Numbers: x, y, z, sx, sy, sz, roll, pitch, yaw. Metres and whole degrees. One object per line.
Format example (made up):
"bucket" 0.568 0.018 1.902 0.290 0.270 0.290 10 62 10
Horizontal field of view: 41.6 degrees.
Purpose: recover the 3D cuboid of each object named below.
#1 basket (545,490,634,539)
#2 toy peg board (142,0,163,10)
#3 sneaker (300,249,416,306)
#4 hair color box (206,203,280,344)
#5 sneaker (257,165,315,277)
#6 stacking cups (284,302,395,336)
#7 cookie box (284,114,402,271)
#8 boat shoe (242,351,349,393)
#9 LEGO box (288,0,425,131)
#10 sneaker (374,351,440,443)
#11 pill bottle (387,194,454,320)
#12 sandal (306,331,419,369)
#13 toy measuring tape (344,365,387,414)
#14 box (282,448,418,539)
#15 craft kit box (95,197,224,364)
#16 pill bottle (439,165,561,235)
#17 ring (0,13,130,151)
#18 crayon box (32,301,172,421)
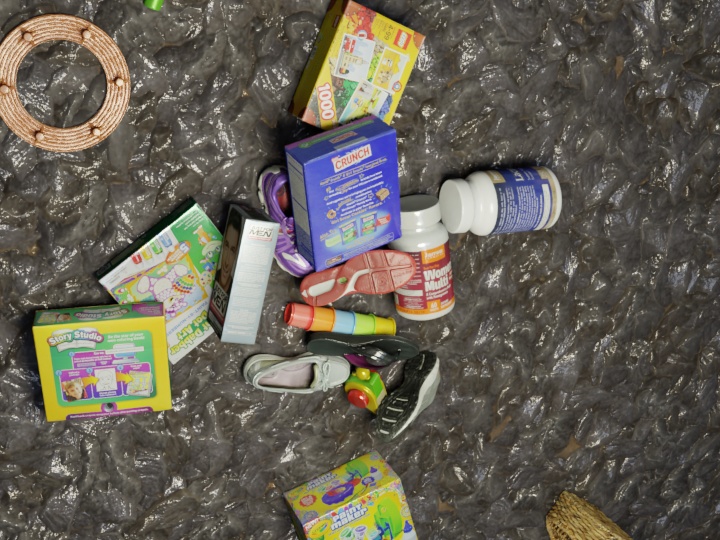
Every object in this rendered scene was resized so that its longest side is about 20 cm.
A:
"basket" 0.466 0.577 1.980 0.142 0.200 0.149 31 94 -30
"toy peg board" -0.336 -0.447 1.290 0.198 0.200 0.098 15 116 -27
"sneaker" 0.000 0.000 1.617 0.199 0.116 0.079 -10 101 9
"hair color box" -0.188 0.005 1.509 0.060 0.099 0.201 8 104 -25
"sneaker" -0.117 -0.073 1.569 0.080 0.083 0.201 -25 117 -14
"stacking cups" -0.037 0.091 1.682 0.199 0.061 0.061 15 101 -22
"cookie box" -0.024 -0.123 1.509 0.170 0.075 0.201 -23 129 -24
"boat shoe" -0.106 0.185 1.673 0.201 0.065 0.075 6 106 -28
"LEGO box" -0.007 -0.316 1.535 0.148 0.077 0.201 18 100 -27
"sneaker" 0.096 0.243 1.743 0.200 0.074 0.080 -52 136 -34
"pill bottle" 0.104 -0.023 1.667 0.109 0.110 0.201 -16 113 -18
"sandal" 0.004 0.148 1.668 0.199 0.048 0.075 4 147 -6
"toy measuring tape" 0.013 0.239 1.756 0.073 0.074 0.201 -29 137 -12
"box" -0.014 0.480 1.784 0.199 0.122 0.194 -23 114 -15
"craft kit box" -0.292 0.019 1.549 0.200 0.049 0.198 -40 121 -6
"pill bottle" 0.248 -0.122 1.692 0.199 0.116 0.116 -7 111 -22
"ring" -0.439 -0.274 1.397 0.199 0.019 0.202 -8 111 -22
"crayon box" -0.406 0.144 1.506 0.199 0.058 0.174 -4 115 -11
